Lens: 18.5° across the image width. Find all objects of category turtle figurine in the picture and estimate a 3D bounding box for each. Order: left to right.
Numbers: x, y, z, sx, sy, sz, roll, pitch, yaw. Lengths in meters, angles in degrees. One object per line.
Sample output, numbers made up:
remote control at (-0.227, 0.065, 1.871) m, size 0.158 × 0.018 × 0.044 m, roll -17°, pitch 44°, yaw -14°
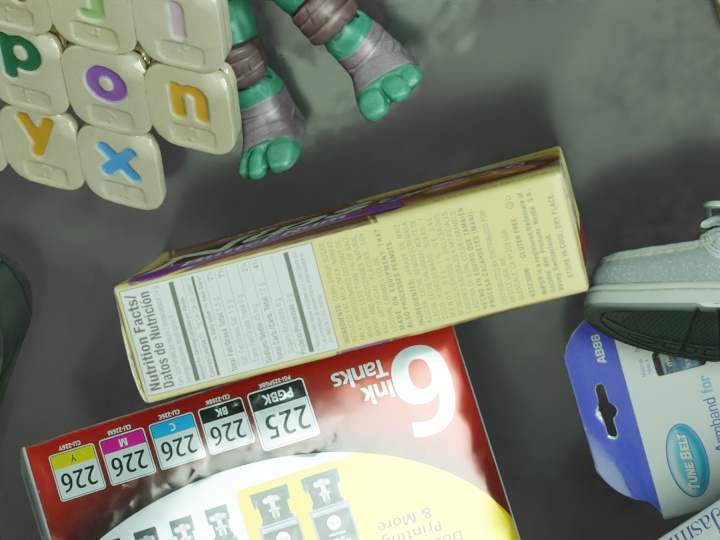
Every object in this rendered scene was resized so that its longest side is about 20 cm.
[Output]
turtle figurine at (-0.067, -0.140, 0.954) m, size 0.149 × 0.101 × 0.200 m, roll -17°, pitch 122°, yaw 43°

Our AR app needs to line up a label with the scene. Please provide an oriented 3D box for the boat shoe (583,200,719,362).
boat shoe at (0.196, -0.004, 0.960) m, size 0.200 × 0.075 × 0.065 m, roll -7°, pitch 67°, yaw 8°

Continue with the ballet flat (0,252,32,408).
ballet flat at (-0.209, 0.084, 1.041) m, size 0.067 × 0.068 × 0.201 m, roll 17°, pitch 106°, yaw -2°

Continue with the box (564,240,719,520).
box at (0.198, 0.038, 1.021) m, size 0.198 × 0.042 × 0.120 m, roll -14°, pitch 104°, yaw 10°

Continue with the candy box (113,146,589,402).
candy box at (0.000, 0.000, 0.980) m, size 0.198 × 0.117 × 0.057 m, roll -13°, pitch 97°, yaw 8°

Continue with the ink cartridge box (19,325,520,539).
ink cartridge box at (-0.032, 0.135, 0.983) m, size 0.198 × 0.084 × 0.177 m, roll -17°, pitch 85°, yaw -11°

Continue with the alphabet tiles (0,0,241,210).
alphabet tiles at (-0.146, -0.107, 0.952) m, size 0.198 × 0.015 × 0.196 m, roll 14°, pitch 142°, yaw 16°

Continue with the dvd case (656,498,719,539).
dvd case at (0.187, 0.125, 0.993) m, size 0.200 × 0.142 × 0.018 m, roll -37°, pitch 58°, yaw 19°

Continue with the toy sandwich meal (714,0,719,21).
toy sandwich meal at (0.252, -0.135, 0.953) m, size 0.203 × 0.070 × 0.207 m, roll 1°, pitch 105°, yaw 3°
